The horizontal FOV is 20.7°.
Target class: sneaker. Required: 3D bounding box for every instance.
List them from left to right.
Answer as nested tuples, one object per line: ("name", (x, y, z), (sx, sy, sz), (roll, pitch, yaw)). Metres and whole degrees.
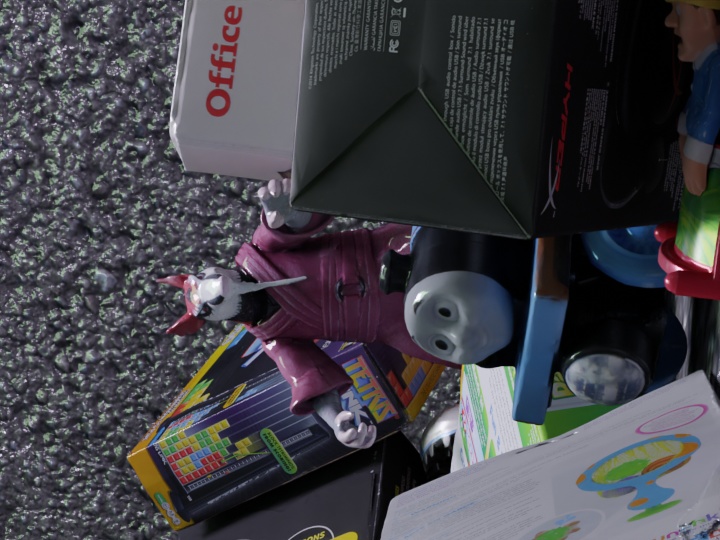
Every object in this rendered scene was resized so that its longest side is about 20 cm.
("sneaker", (0.080, 0.082, 1.108), (0.200, 0.071, 0.073), (11, -113, -68))

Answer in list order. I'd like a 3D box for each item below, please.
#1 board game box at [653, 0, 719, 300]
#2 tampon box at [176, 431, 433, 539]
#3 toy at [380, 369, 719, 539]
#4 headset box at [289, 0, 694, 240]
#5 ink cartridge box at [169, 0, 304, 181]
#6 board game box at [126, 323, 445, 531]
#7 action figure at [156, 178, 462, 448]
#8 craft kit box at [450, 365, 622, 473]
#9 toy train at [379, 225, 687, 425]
("board game box", (0.096, -0.051, 0.523), (0.158, 0.039, 0.201), (90, -173, -62))
("tampon box", (0.005, 0.213, 1.096), (0.200, 0.149, 0.127), (51, -154, -25))
("toy", (0.061, 0.086, 0.568), (0.200, 0.115, 0.047), (-48, -65, -82))
("headset box", (0.061, -0.089, 0.589), (0.200, 0.075, 0.150), (-9, -75, -63))
("ink cartridge box", (0.013, -0.114, 0.990), (0.084, 0.199, 0.146), (112, 165, -82))
("board game box", (-0.024, 0.054, 1.137), (0.057, 0.165, 0.200), (57, -155, -10))
("action figure", (0.000, 0.000, 0.968), (0.149, 0.199, 0.135), (-92, 1, -69))
("craft kit box", (0.077, 0.099, 0.839), (0.201, 0.048, 0.198), (-100, 7, -46))
("toy train", (0.070, -0.034, 0.740), (0.087, 0.113, 0.201), (92, -174, -48))
